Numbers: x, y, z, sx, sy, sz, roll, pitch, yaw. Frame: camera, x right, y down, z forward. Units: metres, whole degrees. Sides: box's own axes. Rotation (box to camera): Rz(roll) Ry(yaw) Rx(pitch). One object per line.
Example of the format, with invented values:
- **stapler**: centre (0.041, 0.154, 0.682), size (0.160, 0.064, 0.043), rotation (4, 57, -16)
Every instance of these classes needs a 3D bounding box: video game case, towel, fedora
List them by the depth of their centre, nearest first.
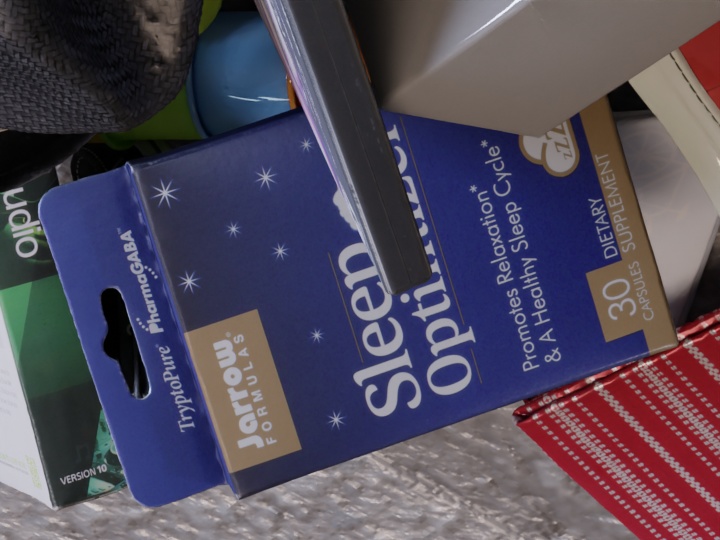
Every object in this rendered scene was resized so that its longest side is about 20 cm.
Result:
- **fedora**: centre (-0.106, -0.108, 0.755), size (0.091, 0.201, 0.201), rotation (21, 154, 44)
- **video game case**: centre (-0.031, -0.107, 0.766), size (0.019, 0.201, 0.143), rotation (-23, 137, -3)
- **towel**: centre (0.180, 0.055, 0.982), size (0.199, 0.023, 0.145), rotation (-28, 125, 30)

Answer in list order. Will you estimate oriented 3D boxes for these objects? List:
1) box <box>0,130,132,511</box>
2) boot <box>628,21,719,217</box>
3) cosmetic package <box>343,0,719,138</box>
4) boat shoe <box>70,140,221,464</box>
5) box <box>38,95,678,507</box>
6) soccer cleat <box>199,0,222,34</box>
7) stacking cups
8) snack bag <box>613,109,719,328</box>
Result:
- **box**: centre (-0.143, -0.020, 0.906), size (0.144, 0.036, 0.201), rotation (9, 114, 66)
- **boot**: centre (0.160, -0.091, 0.809), size (0.144, 0.073, 0.200), rotation (-26, 118, 24)
- **cosmetic package**: centre (0.082, -0.131, 0.702), size (0.090, 0.108, 0.200), rotation (5, 152, -45)
- **boat shoe**: centre (-0.086, 0.007, 0.938), size (0.062, 0.200, 0.075), rotation (-15, 131, -11)
- **box**: centre (0.000, 0.000, 0.846), size (0.199, 0.032, 0.122), rotation (-19, 99, -6)
- **soccer cleat**: centre (-0.131, -0.151, 0.865), size (0.200, 0.065, 0.084), rotation (35, 166, -27)
- **stacking cups**: centre (-0.037, -0.070, 0.918), size (0.198, 0.061, 0.061), rotation (3, 142, 17)
- **snack bag**: centre (0.046, 0.002, 0.943), size (0.198, 0.022, 0.189), rotation (-4, 146, -9)
